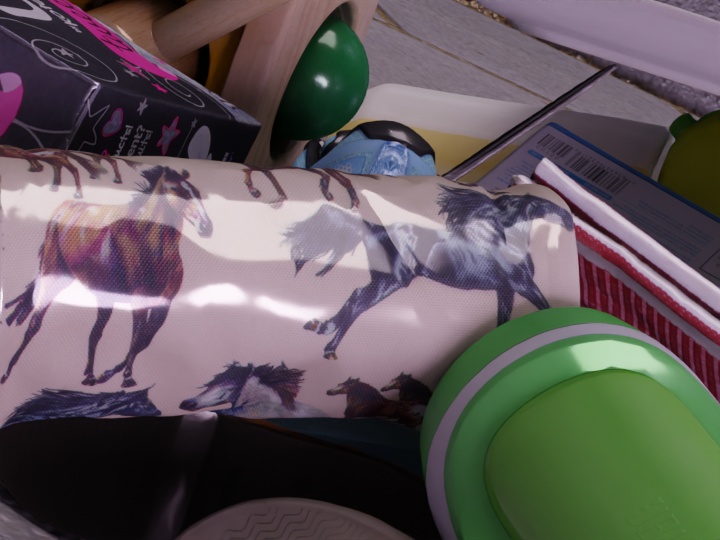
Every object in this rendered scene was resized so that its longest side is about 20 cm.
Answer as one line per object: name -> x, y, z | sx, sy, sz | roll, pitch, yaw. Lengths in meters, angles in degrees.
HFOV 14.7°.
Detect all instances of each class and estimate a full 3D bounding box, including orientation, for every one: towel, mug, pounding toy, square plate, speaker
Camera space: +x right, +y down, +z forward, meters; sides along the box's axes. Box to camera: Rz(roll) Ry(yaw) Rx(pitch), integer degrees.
towel -> 0.102, 0.048, 0.924 | 0.144, 0.023, 0.200 | 37, -16, 15
mug -> 0.045, -0.016, 1.246 | 0.153, 0.149, 0.187 | 18, -2, 9
pounding toy -> -0.070, -0.098, 0.990 | 0.200, 0.184, 0.142 | 27, 24, 13
square plate -> 0.150, -0.084, 1.135 | 0.200, 0.028, 0.198 | 20, 7, 25
speaker -> 0.086, 0.093, 0.722 | 0.088, 0.088, 0.200 | 20, 22, -34

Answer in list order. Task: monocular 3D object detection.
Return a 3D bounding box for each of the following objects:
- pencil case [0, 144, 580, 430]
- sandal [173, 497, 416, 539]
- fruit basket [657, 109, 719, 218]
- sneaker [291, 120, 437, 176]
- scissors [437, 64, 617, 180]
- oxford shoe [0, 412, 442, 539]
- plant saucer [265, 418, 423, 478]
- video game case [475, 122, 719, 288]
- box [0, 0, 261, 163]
pencil case -> -0.030, 0.010, 0.795 | 0.200, 0.089, 0.078 | 3, 60, -27
sandal -> 0.002, 0.110, 0.707 | 0.200, 0.082, 0.055 | 54, -13, 54
fruit basket -> 0.200, 0.026, 1.189 | 0.216, 0.156, 0.216 | -2, 33, 1
sneaker -> 0.000, 0.000, 0.966 | 0.078, 0.090, 0.200 | 17, -13, -7
scissors -> 0.020, -0.025, 1.136 | 0.014, 0.200, 0.073 | 58, 9, 2
oxford shoe -> -0.012, 0.081, 0.854 | 0.200, 0.071, 0.071 | 29, 7, 18
plant saucer -> 0.022, 0.060, 0.945 | 0.200, 0.019, 0.070 | 8, -18, 35
video game case -> 0.068, 0.030, 1.078 | 0.143, 0.018, 0.200 | 33, 53, 25
box -> -0.159, -0.045, 0.911 | 0.200, 0.132, 0.115 | 31, 10, 22
